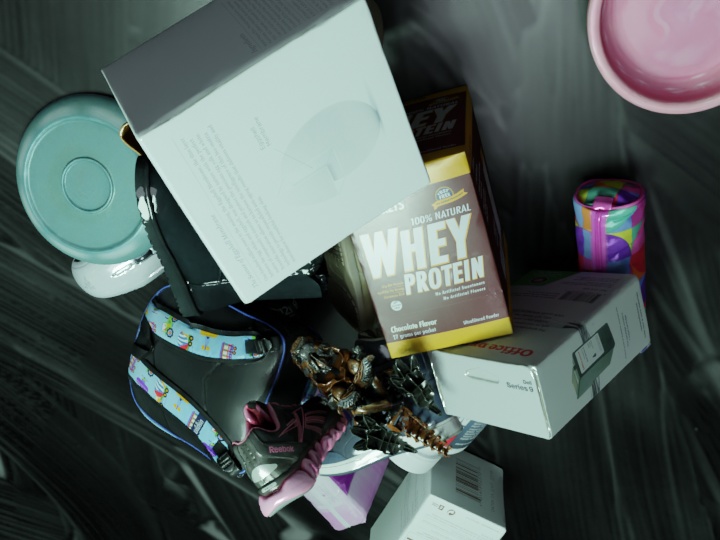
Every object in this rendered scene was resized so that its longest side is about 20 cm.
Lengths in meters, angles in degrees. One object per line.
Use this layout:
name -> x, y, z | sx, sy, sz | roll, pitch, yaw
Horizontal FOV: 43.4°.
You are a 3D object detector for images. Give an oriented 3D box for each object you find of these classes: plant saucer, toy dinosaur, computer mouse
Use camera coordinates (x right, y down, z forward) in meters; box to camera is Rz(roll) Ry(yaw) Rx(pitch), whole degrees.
plant saucer -> -0.312, -0.101, 1.049 | 0.196, 0.027, 0.204 | 3, 107, 8
plant saucer -> 0.324, -0.260, 0.901 | 0.196, 0.051, 0.204 | 3, 120, 4
toy dinosaur -> 0.020, 0.131, 0.953 | 0.197, 0.135, 0.104 | 15, 87, -19
computer mouse -> -0.273, -0.013, 1.107 | 0.198, 0.044, 0.110 | -25, 115, 18

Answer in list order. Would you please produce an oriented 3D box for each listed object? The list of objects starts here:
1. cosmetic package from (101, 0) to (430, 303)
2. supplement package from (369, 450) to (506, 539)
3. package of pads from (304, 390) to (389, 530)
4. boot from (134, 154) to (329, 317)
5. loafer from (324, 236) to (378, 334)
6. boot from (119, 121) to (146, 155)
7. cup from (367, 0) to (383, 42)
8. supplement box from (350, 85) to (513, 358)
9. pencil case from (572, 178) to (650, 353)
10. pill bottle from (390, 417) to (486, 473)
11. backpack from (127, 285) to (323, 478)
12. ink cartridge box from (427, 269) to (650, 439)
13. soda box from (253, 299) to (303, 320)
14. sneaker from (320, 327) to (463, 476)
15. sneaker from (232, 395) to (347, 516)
cosmetic package -> -0.074, -0.118, 0.761 | 0.198, 0.123, 0.201 | -33, 136, -7
supplement package -> 0.099, 0.352, 1.228 | 0.116, 0.117, 0.202 | 25, 119, -8
package of pads -> -0.050, 0.224, 1.167 | 0.075, 0.121, 0.201 | -23, 117, 38
boot -> -0.122, -0.043, 0.911 | 0.165, 0.077, 0.202 | -11, 129, 3
loafer -> 0.000, 0.000, 1.056 | 0.068, 0.076, 0.202 | -32, 141, -19
boot -> -0.150, -0.125, 0.971 | 0.198, 0.145, 0.072 | 20, 114, -5
cup -> -0.061, -0.231, 0.897 | 0.141, 0.201, 0.203 | 4, 123, -25
supplement box -> 0.073, -0.056, 0.957 | 0.130, 0.198, 0.203 | -12, 117, 14
pencil case -> 0.284, -0.002, 1.027 | 0.087, 0.089, 0.203 | -5, 116, 9
pill bottle -> 0.108, 0.153, 1.114 | 0.118, 0.120, 0.201 | 30, 118, -11
backpack -> -0.160, 0.112, 1.033 | 0.198, 0.134, 0.186 | 23, 101, 26
ink cartridge box -> 0.189, 0.080, 0.957 | 0.145, 0.199, 0.085 | 4, 119, 48
soda box -> -0.170, 0.052, 1.121 | 0.198, 0.064, 0.071 | -25, 114, 17
sneaker -> 0.007, 0.150, 1.061 | 0.200, 0.077, 0.148 | -25, 88, 26
sneaker -> -0.076, 0.162, 0.923 | 0.079, 0.200, 0.096 | -39, 94, 16
